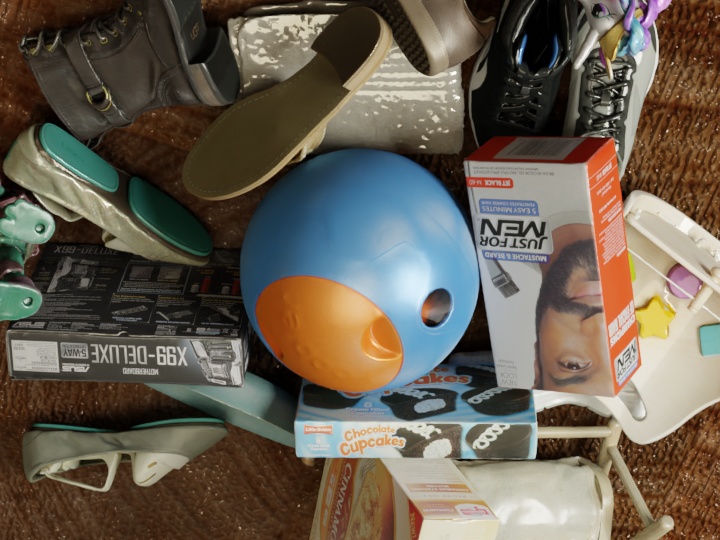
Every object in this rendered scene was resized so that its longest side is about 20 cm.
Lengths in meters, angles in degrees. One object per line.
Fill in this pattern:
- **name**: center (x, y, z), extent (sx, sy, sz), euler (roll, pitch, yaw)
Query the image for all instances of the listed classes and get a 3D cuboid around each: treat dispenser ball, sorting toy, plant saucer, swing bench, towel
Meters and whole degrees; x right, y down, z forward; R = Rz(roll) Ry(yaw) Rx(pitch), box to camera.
- **treat dispenser ball**: center (0.000, 0.000, 1.413), extent (0.199, 0.201, 0.202), euler (2, 119, 3)
- **sorting toy**: center (0.248, 0.051, 1.457), extent (0.199, 0.107, 0.180), euler (37, 106, -6)
- **plant saucer**: center (-0.116, 0.109, 1.515), extent (0.200, 0.201, 0.039), euler (25, 80, -10)
- **swing bench**: center (0.139, 0.245, 1.543), extent (0.197, 0.130, 0.201), euler (3, 132, -25)
- **towel**: center (-0.011, -0.158, 1.424), extent (0.198, 0.035, 0.133), euler (0, 120, 3)

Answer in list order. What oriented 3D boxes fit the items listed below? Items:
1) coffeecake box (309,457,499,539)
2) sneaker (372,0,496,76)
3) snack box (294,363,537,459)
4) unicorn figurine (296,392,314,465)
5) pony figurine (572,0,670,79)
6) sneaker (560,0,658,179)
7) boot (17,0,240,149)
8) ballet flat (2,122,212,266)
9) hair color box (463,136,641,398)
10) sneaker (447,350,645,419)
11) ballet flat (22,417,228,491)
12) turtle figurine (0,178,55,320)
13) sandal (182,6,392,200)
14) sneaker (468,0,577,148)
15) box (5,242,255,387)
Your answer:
- **coffeecake box**: center (0.031, 0.227, 1.452), extent (0.073, 0.200, 0.155), euler (3, 111, -24)
- **sneaker**: center (0.036, -0.255, 1.351), extent (0.075, 0.070, 0.201), euler (-29, 98, -19)
- **snack box**: center (0.047, 0.117, 1.444), extent (0.198, 0.116, 0.037), euler (0, 111, 3)
- **unicorn figurine**: center (0.035, 0.158, 1.569), extent (0.199, 0.074, 0.138), euler (32, 120, -16)
- **pony figurine**: center (0.206, -0.265, 1.281), extent (0.192, 0.167, 0.201), euler (-27, 88, -7)
- **sneaker**: center (0.201, -0.131, 1.398), extent (0.073, 0.079, 0.202), euler (8, 117, 2)
- **boot**: center (-0.205, -0.194, 1.388), extent (0.173, 0.069, 0.201), euler (-7, 120, 25)
- **ballet flat**: center (-0.218, -0.056, 1.468), extent (0.200, 0.068, 0.062), euler (37, 121, -25)
- **hair color box**: center (0.156, -0.004, 1.381), extent (0.110, 0.064, 0.202), euler (3, 116, 32)
- **sneaker**: center (0.175, 0.080, 1.530), extent (0.198, 0.075, 0.088), euler (2, 107, -5)
- **ballet flat**: center (-0.219, 0.174, 1.595), extent (0.198, 0.067, 0.064), euler (-3, 74, 9)
- **turtle figurine**: center (-0.317, -0.035, 1.446), extent (0.100, 0.200, 0.151), euler (-15, 113, -26)
- **sandal**: center (-0.045, -0.121, 1.389), extent (0.211, 0.078, 0.070), euler (-42, 148, 14)
- **sneaker**: center (0.128, -0.155, 1.371), extent (0.072, 0.112, 0.201), euler (9, 119, 0)
- **box**: center (-0.190, 0.035, 1.470), extent (0.198, 0.158, 0.050), euler (1, 119, 2)
